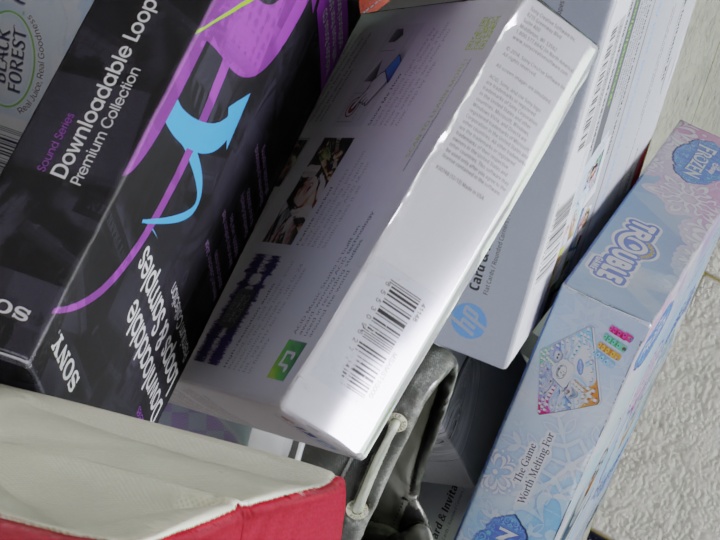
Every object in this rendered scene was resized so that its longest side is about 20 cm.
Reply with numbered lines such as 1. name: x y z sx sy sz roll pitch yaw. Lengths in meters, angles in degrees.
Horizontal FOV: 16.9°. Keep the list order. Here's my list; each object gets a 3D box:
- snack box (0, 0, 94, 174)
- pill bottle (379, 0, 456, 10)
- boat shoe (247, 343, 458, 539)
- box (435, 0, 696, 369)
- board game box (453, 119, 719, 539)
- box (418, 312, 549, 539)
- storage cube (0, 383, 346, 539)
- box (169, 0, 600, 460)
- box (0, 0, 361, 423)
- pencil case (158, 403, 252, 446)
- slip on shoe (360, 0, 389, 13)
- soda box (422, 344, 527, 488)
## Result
1. snack box: -0.063 -0.121 0.743 0.142 0.053 0.200 -54 160 -55
2. pill bottle: 0.029 -0.084 1.047 0.200 0.111 0.112 79 32 -66
3. boat shoe: -0.010 0.101 0.857 0.071 0.064 0.200 -47 155 -48
4. box: 0.090 -0.068 0.982 0.200 0.041 0.156 -43 151 -61
5. board game box: 0.097 0.057 1.052 0.200 0.043 0.199 -47 161 -60
6. box: 0.021 0.087 1.211 0.156 0.041 0.200 -27 -145 56
7. storage cube: -0.118 0.118 0.543 0.171 0.199 0.180 0 103 -76
8. box: -0.014 -0.018 0.787 0.145 0.036 0.200 -59 -157 -10
9. box: -0.055 -0.035 0.705 0.143 0.036 0.200 84 30 -66
10. pencil case: -0.080 0.104 0.917 0.083 0.091 0.201 18 90 -58
11. slip on shoe: 0.039 -0.157 0.924 0.200 0.074 0.061 -39 131 -9
12. soda box: 0.000 0.000 0.984 0.068 0.063 0.200 -60 139 -33
